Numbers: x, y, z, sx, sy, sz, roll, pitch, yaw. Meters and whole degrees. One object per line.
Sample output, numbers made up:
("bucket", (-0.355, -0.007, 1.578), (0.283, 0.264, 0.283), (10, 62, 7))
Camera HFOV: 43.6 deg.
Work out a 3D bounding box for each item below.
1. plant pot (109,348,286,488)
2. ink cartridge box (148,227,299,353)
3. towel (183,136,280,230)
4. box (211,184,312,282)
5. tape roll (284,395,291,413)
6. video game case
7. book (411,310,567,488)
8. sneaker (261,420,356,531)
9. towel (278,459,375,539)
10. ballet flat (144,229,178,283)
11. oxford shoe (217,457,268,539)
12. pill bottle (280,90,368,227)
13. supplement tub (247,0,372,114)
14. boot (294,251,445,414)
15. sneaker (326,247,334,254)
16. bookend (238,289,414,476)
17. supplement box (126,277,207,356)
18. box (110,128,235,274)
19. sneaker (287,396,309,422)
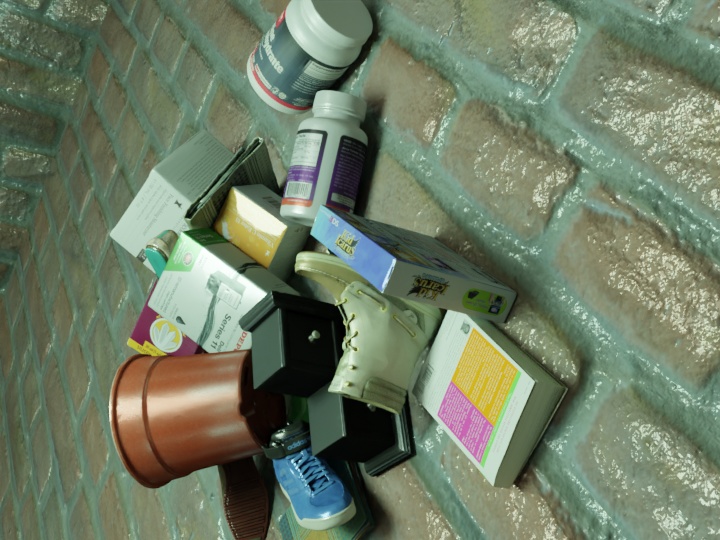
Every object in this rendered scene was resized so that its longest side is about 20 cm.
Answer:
("plant pot", (-0.225, 0.203, 1.313), (0.195, 0.201, 0.201), (-13, 62, 17))
("ink cartridge box", (-0.216, 0.047, 1.422), (0.200, 0.083, 0.147), (34, 108, 18))
("towel", (-0.216, -0.119, 1.516), (0.193, 0.035, 0.200), (-49, -16, -15))
("box", (-0.184, -0.026, 1.499), (0.124, 0.097, 0.200), (34, 111, 18))
("tape roll", (-0.175, 0.193, 1.501), (0.203, 0.037, 0.203), (-29, 53, 49))
("video game case", (0.059, -0.010, 1.088), (0.200, 0.181, 0.046), (39, 110, 56))
("book", (0.137, 0.138, 1.040), (0.200, 0.048, 0.134), (47, 117, 56))
("sneaker", (-0.074, 0.262, 1.197), (0.200, 0.077, 0.111), (22, 131, 69))
("towel", (-0.051, 0.353, 1.263), (0.200, 0.022, 0.147), (-57, 35, 29))
("ballet flat", (-0.312, 0.007, 1.533), (0.200, 0.068, 0.067), (89, -155, -50))
("oxford shoe", (-0.189, 0.337, 1.429), (0.075, 0.070, 0.200), (147, 114, -74))
("pill bottle", (-0.050, -0.169, 1.387), (0.111, 0.111, 0.200), (5, 81, 57))
("supplement tub", (-0.086, -0.368, 1.495), (0.200, 0.140, 0.141), (-40, 46, 42))
("boot", (-0.011, 0.076, 1.109), (0.155, 0.200, 0.072), (-66, 9, -10))
("sneaker", (0.000, 0.000, 1.278), (0.200, 0.072, 0.083), (-147, 57, -65))
("bookend", (-0.047, 0.149, 1.171), (0.092, 0.200, 0.199), (-40, 45, 42))
("supplement box", (-0.320, 0.079, 1.657), (0.200, 0.131, 0.103), (-62, -9, 22))
("box", (-0.339, -0.129, 1.713), (0.199, 0.131, 0.200), (-46, 6, 36))
("sneaker", (-0.086, 0.143, 1.341), (0.074, 0.083, 0.200), (1, 80, 57))
